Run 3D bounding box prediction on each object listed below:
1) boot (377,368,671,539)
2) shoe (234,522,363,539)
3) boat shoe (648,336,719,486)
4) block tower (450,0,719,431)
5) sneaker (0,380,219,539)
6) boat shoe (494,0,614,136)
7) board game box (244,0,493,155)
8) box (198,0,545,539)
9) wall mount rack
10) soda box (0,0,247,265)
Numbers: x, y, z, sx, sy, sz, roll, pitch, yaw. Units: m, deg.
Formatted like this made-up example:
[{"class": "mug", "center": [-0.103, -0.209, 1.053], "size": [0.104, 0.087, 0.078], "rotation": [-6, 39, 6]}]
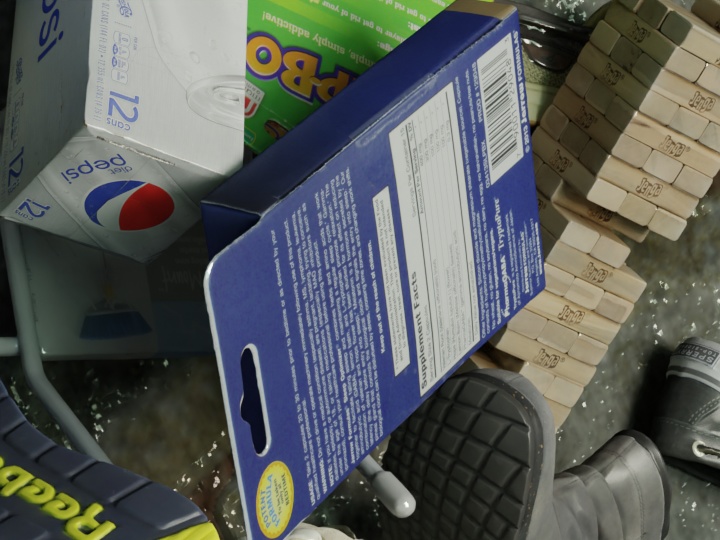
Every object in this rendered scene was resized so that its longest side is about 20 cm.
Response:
[{"class": "boot", "center": [0.072, 0.093, 1.105], "size": [0.131, 0.070, 0.201], "rotation": [-30, 146, -34]}, {"class": "shoe", "center": [-0.032, 0.117, 1.017], "size": [0.200, 0.069, 0.054], "rotation": [35, 56, -76]}, {"class": "boat shoe", "center": [0.205, 0.102, 1.250], "size": [0.200, 0.069, 0.057], "rotation": [35, 75, -25]}, {"class": "block tower", "center": [0.092, -0.022, 1.119], "size": [0.058, 0.054, 0.201], "rotation": [23, 105, -35]}, {"class": "sneaker", "center": [-0.123, 0.092, 0.929], "size": [0.074, 0.200, 0.083], "rotation": [-32, 134, -29]}, {"class": "boat shoe", "center": [0.114, -0.084, 1.180], "size": [0.199, 0.073, 0.065], "rotation": [3, 91, -37]}, {"class": "board game box", "center": [-0.001, -0.102, 1.073], "size": [0.095, 0.030, 0.201], "rotation": [35, 46, -14]}, {"class": "box", "center": [0.000, 0.000, 0.970], "size": [0.200, 0.032, 0.122], "rotation": [-42, 134, -45]}, {"class": "wall mount rack", "center": [-0.064, 0.018, 1.021], "size": [0.199, 0.074, 0.175], "rotation": [0, 71, -37]}, {"class": "soda box", "center": [-0.081, -0.108, 0.987], "size": [0.063, 0.068, 0.201], "rotation": [19, 53, -27]}]
